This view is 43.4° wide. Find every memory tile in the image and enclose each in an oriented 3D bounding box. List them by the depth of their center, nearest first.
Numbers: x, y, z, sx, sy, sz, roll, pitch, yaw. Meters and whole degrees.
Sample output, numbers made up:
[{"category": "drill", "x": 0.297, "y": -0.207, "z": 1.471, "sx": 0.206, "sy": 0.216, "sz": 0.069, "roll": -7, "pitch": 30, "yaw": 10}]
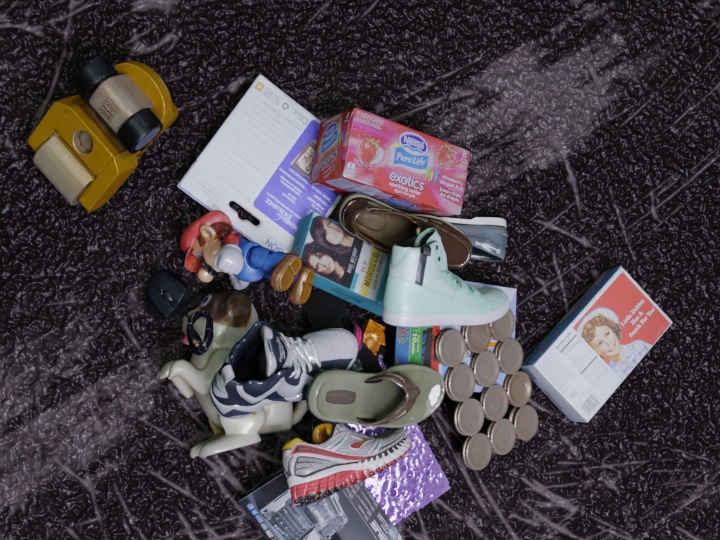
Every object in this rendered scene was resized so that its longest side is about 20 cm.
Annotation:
[{"category": "memory tile", "x": 0.177, "y": 0.159, "z": 1.249, "sx": 0.152, "sy": 0.017, "sz": 0.203, "roll": -22, "pitch": 102, "yaw": -35}]

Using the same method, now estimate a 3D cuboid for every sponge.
[{"category": "sponge", "x": 0.026, "y": 0.230, "z": 1.205, "sx": 0.110, "sy": 0.030, "sz": 0.202, "roll": -29, "pitch": 91, "yaw": -14}]

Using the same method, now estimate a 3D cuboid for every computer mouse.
[{"category": "computer mouse", "x": -0.237, "y": 0.049, "z": 1.166, "sx": 0.059, "sy": 0.200, "sz": 0.034, "roll": -50, "pitch": 128, "yaw": -3}]

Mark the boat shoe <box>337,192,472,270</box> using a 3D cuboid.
[{"category": "boat shoe", "x": 0.065, "y": -0.040, "z": 1.206, "sx": 0.199, "sy": 0.075, "sz": 0.076, "roll": 16, "pitch": 102, "yaw": -18}]

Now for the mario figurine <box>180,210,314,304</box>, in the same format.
[{"category": "mario figurine", "x": -0.161, "y": 0.000, "z": 1.178, "sx": 0.198, "sy": 0.125, "sz": 0.106, "roll": 21, "pitch": 43, "yaw": 32}]

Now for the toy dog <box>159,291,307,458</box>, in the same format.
[{"category": "toy dog", "x": -0.168, "y": 0.127, "z": 1.189, "sx": 0.191, "sy": 0.140, "sz": 0.204, "roll": -15, "pitch": 85, "yaw": -11}]

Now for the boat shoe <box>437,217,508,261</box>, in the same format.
[{"category": "boat shoe", "x": 0.118, "y": -0.039, "z": 1.287, "sx": 0.196, "sy": 0.073, "sz": 0.063, "roll": -3, "pitch": 81, "yaw": -15}]

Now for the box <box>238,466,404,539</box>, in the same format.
[{"category": "box", "x": -0.043, "y": 0.341, "z": 1.187, "sx": 0.157, "sy": 0.050, "sz": 0.201, "roll": -35, "pitch": 91, "yaw": 30}]

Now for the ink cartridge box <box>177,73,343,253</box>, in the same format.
[{"category": "ink cartridge box", "x": -0.122, "y": -0.136, "z": 1.269, "sx": 0.197, "sy": 0.043, "sz": 0.201, "roll": 37, "pitch": 78, "yaw": -5}]

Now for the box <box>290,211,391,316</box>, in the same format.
[{"category": "box", "x": 0.000, "y": 0.000, "z": 1.243, "sx": 0.198, "sy": 0.049, "sz": 0.084, "roll": 25, "pitch": 69, "yaw": -21}]

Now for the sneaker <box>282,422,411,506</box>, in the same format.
[{"category": "sneaker", "x": -0.013, "y": 0.220, "z": 1.114, "sx": 0.198, "sy": 0.078, "sz": 0.083, "roll": -8, "pitch": 68, "yaw": -47}]

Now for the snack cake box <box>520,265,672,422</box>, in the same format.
[{"category": "snack cake box", "x": 0.341, "y": 0.107, "z": 1.312, "sx": 0.115, "sy": 0.067, "sz": 0.200, "roll": 45, "pitch": 79, "yaw": -1}]

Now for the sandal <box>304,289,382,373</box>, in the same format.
[{"category": "sandal", "x": -0.030, "y": 0.091, "z": 1.204, "sx": 0.074, "sy": 0.045, "sz": 0.201, "roll": -20, "pitch": 49, "yaw": -10}]

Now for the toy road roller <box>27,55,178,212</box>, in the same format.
[{"category": "toy road roller", "x": -0.332, "y": -0.191, "z": 1.217, "sx": 0.123, "sy": 0.146, "sz": 0.200, "roll": 47, "pitch": 116, "yaw": -2}]

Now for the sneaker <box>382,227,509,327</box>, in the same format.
[{"category": "sneaker", "x": 0.120, "y": 0.006, "z": 1.169, "sx": 0.198, "sy": 0.073, "sz": 0.121, "roll": -2, "pitch": 101, "yaw": -34}]

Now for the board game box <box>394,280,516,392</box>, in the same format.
[{"category": "board game box", "x": 0.135, "y": 0.090, "z": 1.253, "sx": 0.197, "sy": 0.036, "sz": 0.154, "roll": 8, "pitch": 82, "yaw": -37}]

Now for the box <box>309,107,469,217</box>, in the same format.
[{"category": "box", "x": 0.041, "y": -0.142, "z": 1.239, "sx": 0.197, "sy": 0.099, "sz": 0.097, "roll": 15, "pitch": 82, "yaw": -30}]

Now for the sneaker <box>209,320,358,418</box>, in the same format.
[{"category": "sneaker", "x": -0.085, "y": 0.105, "z": 1.083, "sx": 0.196, "sy": 0.130, "sz": 0.081, "roll": -13, "pitch": 68, "yaw": -17}]

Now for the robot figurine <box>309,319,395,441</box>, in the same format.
[{"category": "robot figurine", "x": 0.013, "y": 0.181, "z": 1.253, "sx": 0.143, "sy": 0.058, "sz": 0.203, "roll": 26, "pitch": 80, "yaw": -6}]

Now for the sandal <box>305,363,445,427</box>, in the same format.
[{"category": "sandal", "x": 0.027, "y": 0.160, "z": 1.113, "sx": 0.198, "sy": 0.057, "sz": 0.081, "roll": 1, "pitch": 92, "yaw": -34}]
